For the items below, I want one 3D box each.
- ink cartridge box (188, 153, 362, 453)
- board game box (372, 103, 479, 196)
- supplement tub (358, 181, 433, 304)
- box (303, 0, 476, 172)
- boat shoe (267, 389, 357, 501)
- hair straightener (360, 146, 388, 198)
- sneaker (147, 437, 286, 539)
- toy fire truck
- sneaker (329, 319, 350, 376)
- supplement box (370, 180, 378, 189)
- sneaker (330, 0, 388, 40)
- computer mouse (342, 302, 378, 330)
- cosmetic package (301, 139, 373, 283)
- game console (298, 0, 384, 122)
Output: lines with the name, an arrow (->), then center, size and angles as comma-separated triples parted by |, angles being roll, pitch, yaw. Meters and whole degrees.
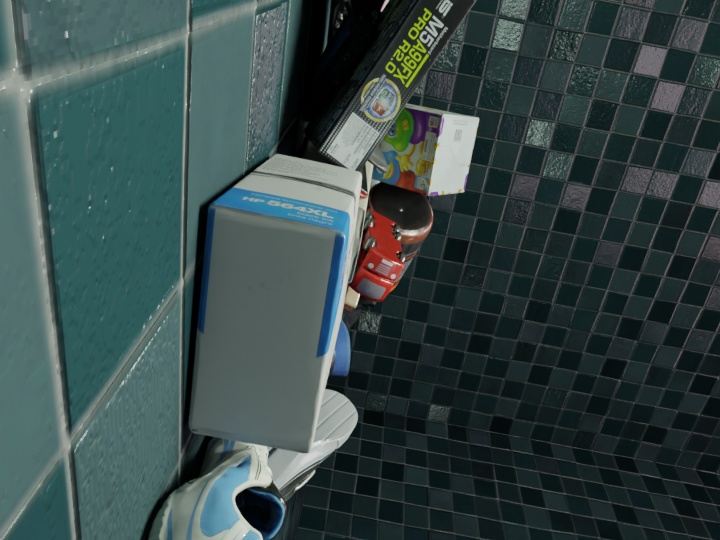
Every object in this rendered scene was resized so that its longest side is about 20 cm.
ink cartridge box -> -0.051, 0.007, 0.444 | 0.201, 0.082, 0.149 | -78, 178, -71
board game box -> 0.047, -0.180, 0.846 | 0.104, 0.197, 0.105 | -13, 118, -51
supplement tub -> 0.028, -0.032, 0.924 | 0.201, 0.105, 0.109 | 117, -13, -48
box -> 0.022, -0.196, 0.586 | 0.202, 0.044, 0.161 | -55, -162, 9
boat shoe -> -0.075, 0.183, 0.615 | 0.199, 0.072, 0.072 | -20, 144, -57
hair straightener -> 0.013, -0.159, 0.682 | 0.077, 0.041, 0.202 | -47, -159, 27
sneaker -> -0.083, 0.153, 0.413 | 0.200, 0.071, 0.074 | -97, -164, -86
toy fire truck -> 0.000, 0.000, 0.781 | 0.143, 0.048, 0.201 | -62, -167, 22
sneaker -> -0.072, 0.051, 0.654 | 0.200, 0.076, 0.072 | -132, -134, -63
supplement box -> -0.014, -0.167, 1.011 | 0.104, 0.099, 0.204 | 99, 0, -60
sneaker -> -0.003, -0.323, 0.790 | 0.201, 0.079, 0.088 | 84, 26, -69
computer mouse -> -0.056, 0.074, 1.063 | 0.200, 0.135, 0.054 | -52, 135, -63
cosmetic package -> -0.033, -0.093, 0.724 | 0.202, 0.085, 0.105 | -82, -176, -54
game console -> -0.036, -0.288, 0.627 | 0.176, 0.115, 0.202 | -43, -157, 35
